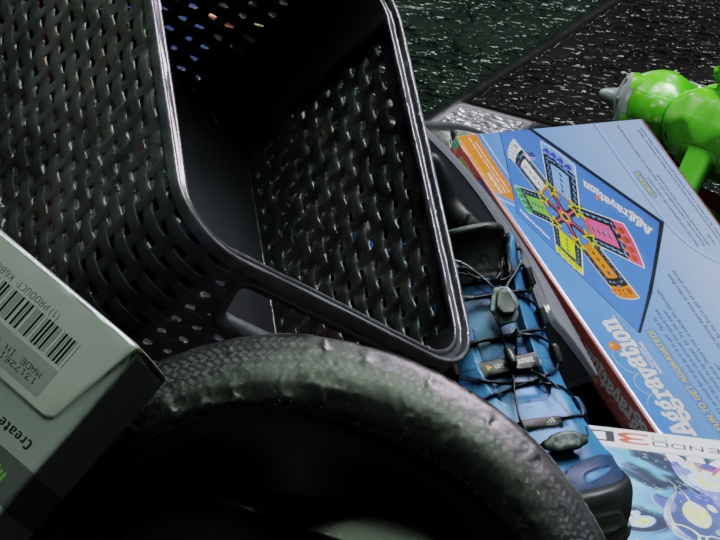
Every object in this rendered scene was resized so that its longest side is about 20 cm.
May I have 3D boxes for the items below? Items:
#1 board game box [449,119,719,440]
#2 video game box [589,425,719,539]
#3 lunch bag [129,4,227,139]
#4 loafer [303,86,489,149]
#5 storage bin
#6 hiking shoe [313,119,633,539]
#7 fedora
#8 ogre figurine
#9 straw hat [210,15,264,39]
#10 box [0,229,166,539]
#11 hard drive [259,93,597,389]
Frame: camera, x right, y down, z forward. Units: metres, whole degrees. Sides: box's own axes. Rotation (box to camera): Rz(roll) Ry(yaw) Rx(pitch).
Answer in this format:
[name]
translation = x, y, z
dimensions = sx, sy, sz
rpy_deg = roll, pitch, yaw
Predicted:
[board game box]
translation = 0.125, 0.010, 1.259
dimensions = 0.103, 0.019, 0.200
rpy_deg = -6, 46, -31
[video game box]
translation = 0.110, 0.117, 1.054
dimensions = 0.182, 0.047, 0.200
rpy_deg = 4, 22, 0
[lunch bag]
translation = -0.142, -0.060, 1.186
dimensions = 0.132, 0.200, 0.136
rpy_deg = -10, -11, -36
[loafer]
translation = 0.024, -0.030, 1.349
dimensions = 0.200, 0.073, 0.072
rpy_deg = 28, -17, 8
[storage bin]
translation = -0.052, -0.037, 1.044
dimensions = 0.135, 0.094, 0.200
rpy_deg = 27, 38, -37
[hiking shoe]
translation = 0.036, 0.029, 1.062
dimensions = 0.074, 0.087, 0.200
rpy_deg = -9, 35, -26
[fedora]
translation = -0.012, 0.118, 0.914
dimensions = 0.200, 0.201, 0.092
rpy_deg = 11, -10, 8
[ogre figurine]
translation = 0.205, -0.058, 1.447
dimensions = 0.120, 0.098, 0.200
rpy_deg = 10, 30, -46
[straw hat]
translation = -0.103, -0.085, 1.416
dimensions = 0.201, 0.085, 0.201
rpy_deg = 14, 7, -2
[box]
translation = -0.181, 0.057, 0.884
dimensions = 0.156, 0.200, 0.041
rpy_deg = 38, -8, 19
[hard drive]
translation = 0.000, 0.000, 1.222
dimensions = 0.135, 0.042, 0.200
rpy_deg = -22, 39, -11
